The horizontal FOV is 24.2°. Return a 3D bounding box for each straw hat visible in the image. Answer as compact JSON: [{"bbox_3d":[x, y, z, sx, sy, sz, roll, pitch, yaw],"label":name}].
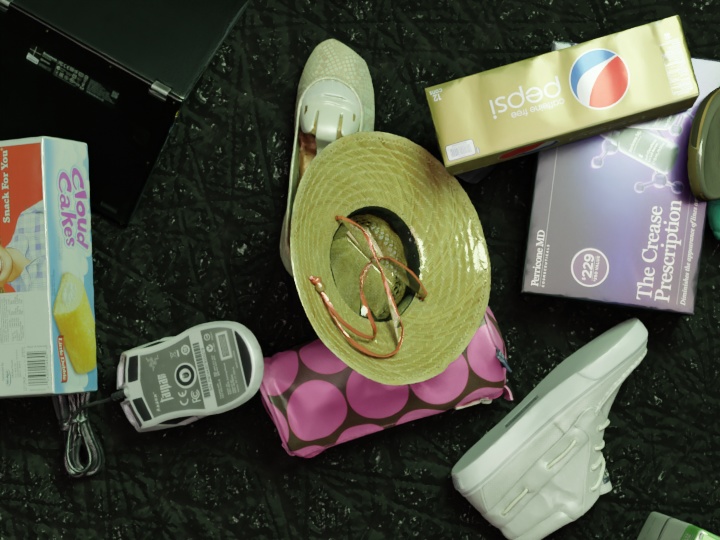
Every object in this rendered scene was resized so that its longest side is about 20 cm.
[{"bbox_3d":[0.000,0.000,1.294,0.200,0.085,0.203,13,66,-33],"label":"straw hat"}]

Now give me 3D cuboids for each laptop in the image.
[{"bbox_3d":[-0.218,-0.179,1.386,0.186,0.116,0.201,29,118,2],"label":"laptop"}]

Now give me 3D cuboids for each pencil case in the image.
[{"bbox_3d":[0.019,0.086,1.341,0.198,0.091,0.094,-17,101,2],"label":"pencil case"}]

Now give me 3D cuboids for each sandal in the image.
[{"bbox_3d":[0.326,-0.113,1.312,0.199,0.054,0.082,-21,107,-34],"label":"sandal"}]

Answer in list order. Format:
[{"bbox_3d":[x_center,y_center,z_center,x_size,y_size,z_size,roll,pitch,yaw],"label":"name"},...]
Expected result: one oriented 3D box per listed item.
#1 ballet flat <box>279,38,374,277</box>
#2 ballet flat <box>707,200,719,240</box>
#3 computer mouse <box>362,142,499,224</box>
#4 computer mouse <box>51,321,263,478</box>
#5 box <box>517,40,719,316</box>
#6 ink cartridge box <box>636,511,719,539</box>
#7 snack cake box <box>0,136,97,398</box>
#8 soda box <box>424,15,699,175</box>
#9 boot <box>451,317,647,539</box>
[{"bbox_3d":[-0.025,-0.089,1.355,0.067,0.062,0.202,6,88,1],"label":"ballet flat"},{"bbox_3d":[0.375,-0.041,1.357,0.198,0.067,0.071,4,113,1],"label":"ballet flat"},{"bbox_3d":[0.067,-0.078,1.368,0.059,0.034,0.200,44,90,1],"label":"computer mouse"},{"bbox_3d":[-0.157,0.094,1.342,0.198,0.044,0.111,-15,82,22],"label":"computer mouse"},{"bbox_3d":[0.206,-0.072,1.344,0.140,0.079,0.202,7,89,6],"label":"box"},{"bbox_3d":[0.285,0.255,1.275,0.145,0.200,0.085,25,86,1],"label":"ink cartridge box"},{"bbox_3d":[-0.278,0.000,1.335,0.114,0.067,0.202,-4,88,23],"label":"snack cake box"},{"bbox_3d":[0.153,-0.131,1.278,0.198,0.068,0.065,-15,86,6],"label":"soda box"},{"bbox_3d":[0.174,0.135,1.350,0.200,0.074,0.096,-42,94,8],"label":"boot"}]
